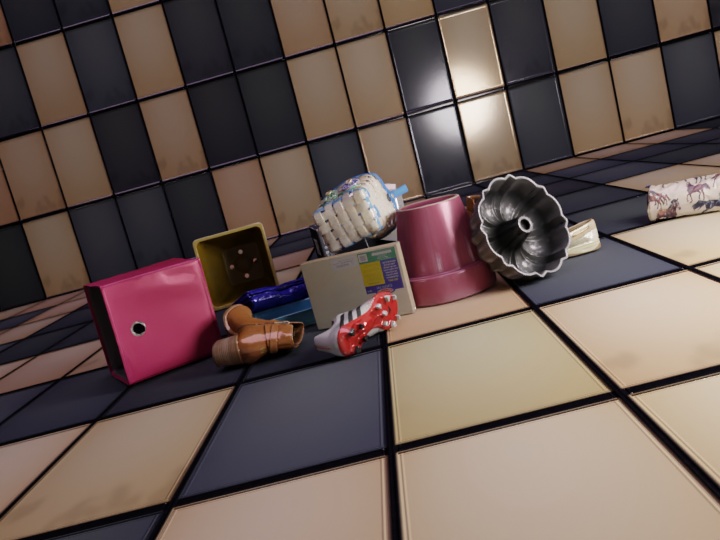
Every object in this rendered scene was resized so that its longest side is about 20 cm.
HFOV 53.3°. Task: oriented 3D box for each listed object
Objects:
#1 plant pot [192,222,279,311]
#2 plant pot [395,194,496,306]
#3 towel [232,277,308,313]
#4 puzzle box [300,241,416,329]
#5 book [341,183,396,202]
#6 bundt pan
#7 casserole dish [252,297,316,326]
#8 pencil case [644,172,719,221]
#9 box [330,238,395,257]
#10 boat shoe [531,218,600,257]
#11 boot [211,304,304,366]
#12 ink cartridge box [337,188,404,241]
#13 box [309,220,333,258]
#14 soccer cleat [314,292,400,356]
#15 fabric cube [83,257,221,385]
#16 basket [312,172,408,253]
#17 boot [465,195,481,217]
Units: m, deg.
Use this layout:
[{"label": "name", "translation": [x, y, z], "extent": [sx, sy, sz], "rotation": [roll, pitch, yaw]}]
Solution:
[{"label": "plant pot", "translation": [-0.333, -0.016, 1.998], "extent": [0.193, 0.197, 0.200], "rotation": [-15, 4, -2]}, {"label": "plant pot", "translation": [0.151, -0.046, 1.395], "extent": [0.197, 0.181, 0.200], "rotation": [-14, 8, 2]}, {"label": "towel", "translation": [-0.179, 0.057, 1.581], "extent": [0.198, 0.050, 0.147], "rotation": [-12, -8, -33]}, {"label": "puzzle box", "translation": [-0.005, 0.031, 1.343], "extent": [0.198, 0.135, 0.025], "rotation": [-11, 11, 20]}, {"label": "book", "translation": [0.033, -0.131, 1.745], "extent": [0.132, 0.201, 0.049], "rotation": [-1, 56, 9]}, {"label": "bundt pan", "translation": [0.286, -0.070, 1.330], "extent": [0.200, 0.204, 0.076], "rotation": [-20, -13, -29]}, {"label": "casserole dish", "translation": [-0.150, 0.097, 1.479], "extent": [0.197, 0.039, 0.121], "rotation": [-15, 9, -5]}, {"label": "pencil case", "translation": [0.696, -0.158, 1.481], "extent": [0.198, 0.078, 0.090], "rotation": [-10, 30, 31]}, {"label": "box", "translation": [0.000, 0.000, 1.464], "extent": [0.140, 0.080, 0.200], "rotation": [-30, -10, 18]}, {"label": "boat shoe", "translation": [0.373, -0.051, 1.416], "extent": [0.197, 0.066, 0.072], "rotation": [-15, 9, -1]}, {"label": "boot", "translation": [-0.179, 0.112, 1.333], "extent": [0.153, 0.074, 0.201], "rotation": [-13, 25, 8]}, {"label": "ink cartridge box", "translation": [0.039, -0.069, 1.620], "extent": [0.144, 0.203, 0.087], "rotation": [-13, 1, 14]}, {"label": "box", "translation": [-0.040, -0.101, 2.192], "extent": [0.194, 0.125, 0.200], "rotation": [-18, 9, -8]}, {"label": "soccer cleat", "translation": [-0.002, 0.088, 1.214], "extent": [0.084, 0.069, 0.200], "rotation": [-4, 19, 33]}, {"label": "fabric cube", "translation": [-0.415, 0.095, 1.438], "extent": [0.198, 0.199, 0.199], "rotation": [-18, 9, -29]}, {"label": "basket", "translation": [0.002, -0.121, 1.471], "extent": [0.175, 0.140, 0.200], "rotation": [-27, 1, 21]}, {"label": "boot", "translation": [0.235, -0.078, 1.513], "extent": [0.076, 0.157, 0.199], "rotation": [-21, 11, -33]}]
